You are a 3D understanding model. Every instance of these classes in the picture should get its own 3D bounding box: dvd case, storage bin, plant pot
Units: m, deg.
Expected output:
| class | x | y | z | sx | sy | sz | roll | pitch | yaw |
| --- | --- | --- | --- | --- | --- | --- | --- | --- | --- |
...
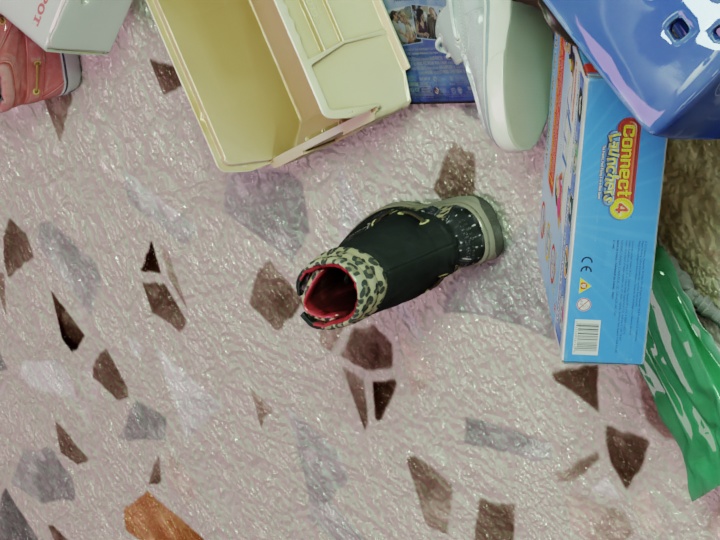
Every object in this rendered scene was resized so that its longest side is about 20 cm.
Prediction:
| class | x | y | z | sx | sy | sz | roll | pitch | yaw |
| --- | --- | --- | --- | --- | --- | --- | --- | --- | --- |
| dvd case | 0.059 | -0.224 | 1.719 | 0.143 | 0.018 | 0.200 | 4 | 114 | 52 |
| storage bin | -0.070 | -0.191 | 1.825 | 0.200 | 0.094 | 0.199 | -21 | 92 | 60 |
| plant pot | 0.216 | -0.208 | 1.358 | 0.180 | 0.200 | 0.200 | -42 | 73 | 26 |

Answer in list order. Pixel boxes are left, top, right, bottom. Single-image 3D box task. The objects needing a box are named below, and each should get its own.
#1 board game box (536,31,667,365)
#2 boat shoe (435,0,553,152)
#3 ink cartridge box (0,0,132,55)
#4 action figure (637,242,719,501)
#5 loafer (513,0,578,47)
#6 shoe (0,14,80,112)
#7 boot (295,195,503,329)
| class | x | y | z | sx | sy | sz | roll | pitch | yaw |
| --- | --- | --- | --- | --- | --- | --- | --- | --- | --- |
| board game box | 0.161 | -0.066 | 1.527 | 0.196 | 0.056 | 0.200 | -91 | 3 | -67 |
| boat shoe | 0.090 | -0.180 | 1.621 | 0.071 | 0.070 | 0.201 | -8 | 82 | 36 |
| ink cartridge box | -0.284 | -0.303 | 2.024 | 0.200 | 0.087 | 0.145 | 40 | 116 | 33 |
| action figure | 0.234 | 0.055 | 1.623 | 0.118 | 0.055 | 0.200 | -41 | 70 | 55 |
| loafer | 0.129 | -0.197 | 1.506 | 0.073 | 0.200 | 0.071 | 37 | 114 | -23 |
| shoe | -0.333 | -0.252 | 2.149 | 0.071 | 0.091 | 0.200 | 9 | 117 | 50 |
| boot | 0.000 | -0.002 | 1.806 | 0.204 | 0.154 | 0.074 | -15 | 98 | 54 |
